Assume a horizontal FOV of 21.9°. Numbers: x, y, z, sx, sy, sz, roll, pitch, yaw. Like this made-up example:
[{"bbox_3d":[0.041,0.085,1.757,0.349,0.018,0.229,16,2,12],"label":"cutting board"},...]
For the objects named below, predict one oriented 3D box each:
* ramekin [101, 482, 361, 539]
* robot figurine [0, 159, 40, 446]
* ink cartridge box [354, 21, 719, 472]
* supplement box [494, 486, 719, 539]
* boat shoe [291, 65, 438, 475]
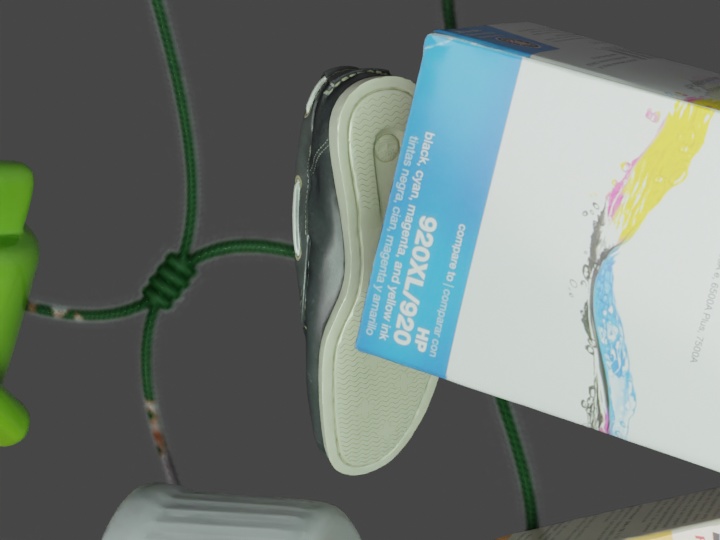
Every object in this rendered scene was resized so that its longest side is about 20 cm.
[{"bbox_3d":[-0.054,0.200,0.878,0.098,0.200,0.201,-3,95,14],"label":"ramekin"},{"bbox_3d":[-0.238,0.028,0.968,0.175,0.116,0.200,28,107,25],"label":"robot figurine"},{"bbox_3d":[0.127,-0.013,0.804,0.200,0.147,0.145,18,104,19],"label":"ink cartridge box"},{"bbox_3d":[0.159,0.170,0.853,0.200,0.074,0.126,-17,91,22],"label":"supplement box"},{"bbox_3d":[0.000,0.000,0.910,0.068,0.072,0.200,24,117,57],"label":"boat shoe"}]
